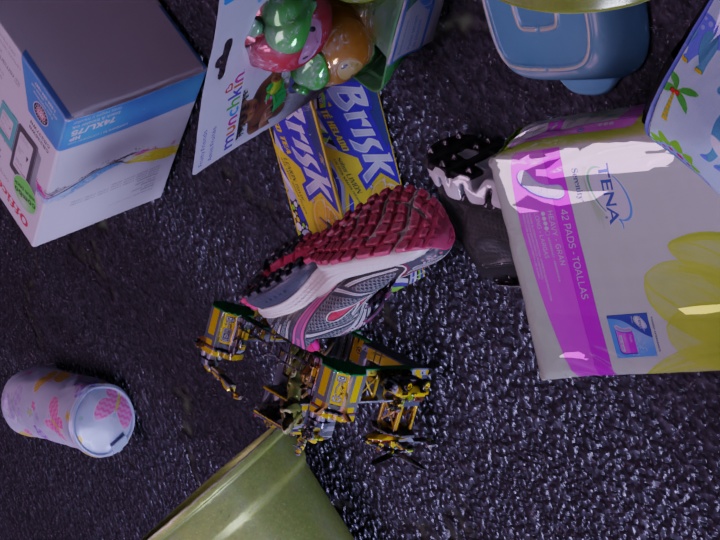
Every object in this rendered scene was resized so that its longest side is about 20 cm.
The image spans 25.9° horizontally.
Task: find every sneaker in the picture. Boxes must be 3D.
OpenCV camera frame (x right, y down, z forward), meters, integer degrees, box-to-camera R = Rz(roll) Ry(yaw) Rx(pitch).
[{"bbox_3d":[0.121,-0.022,1.041,0.200,0.066,0.091,30,139,46],"label":"sneaker"},{"bbox_3d":[0.000,0.000,1.126,0.075,0.081,0.200,46,142,-17],"label":"sneaker"}]

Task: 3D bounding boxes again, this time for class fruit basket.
[{"bbox_3d":[-0.025,-0.165,1.022,0.094,0.200,0.185,34,139,16],"label":"fruit basket"}]

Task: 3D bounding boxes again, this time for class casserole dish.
[{"bbox_3d":[0.110,-0.198,0.954,0.121,0.039,0.200,8,118,52],"label":"casserole dish"}]

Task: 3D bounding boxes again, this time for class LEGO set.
[{"bbox_3d":[-0.043,0.108,1.276,0.200,0.154,0.116,22,103,32],"label":"LEGO set"}]

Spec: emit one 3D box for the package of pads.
[{"bbox_3d":[0.183,-0.022,0.888,0.200,0.068,0.155,-5,111,29],"label":"package of pads"}]

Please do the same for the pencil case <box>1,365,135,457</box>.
[{"bbox_3d":[-0.338,0.163,1.802,0.200,0.083,0.091,3,112,54],"label":"pencil case"}]

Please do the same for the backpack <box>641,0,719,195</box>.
[{"bbox_3d":[0.240,-0.098,0.688,0.147,0.200,0.183,48,144,23],"label":"backpack"}]

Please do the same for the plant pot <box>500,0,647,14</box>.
[{"bbox_3d":[0.110,-0.242,0.793,0.200,0.200,0.193,31,142,41],"label":"plant pot"}]

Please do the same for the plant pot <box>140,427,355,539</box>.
[{"bbox_3d":[-0.081,0.265,1.435,0.184,0.200,0.200,49,147,1],"label":"plant pot"}]

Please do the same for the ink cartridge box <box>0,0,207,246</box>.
[{"bbox_3d":[-0.254,-0.151,1.403,0.147,0.146,0.200,53,147,17],"label":"ink cartridge box"}]

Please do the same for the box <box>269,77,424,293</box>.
[{"bbox_3d":[-0.017,-0.078,1.194,0.070,0.064,0.200,8,119,52],"label":"box"}]
